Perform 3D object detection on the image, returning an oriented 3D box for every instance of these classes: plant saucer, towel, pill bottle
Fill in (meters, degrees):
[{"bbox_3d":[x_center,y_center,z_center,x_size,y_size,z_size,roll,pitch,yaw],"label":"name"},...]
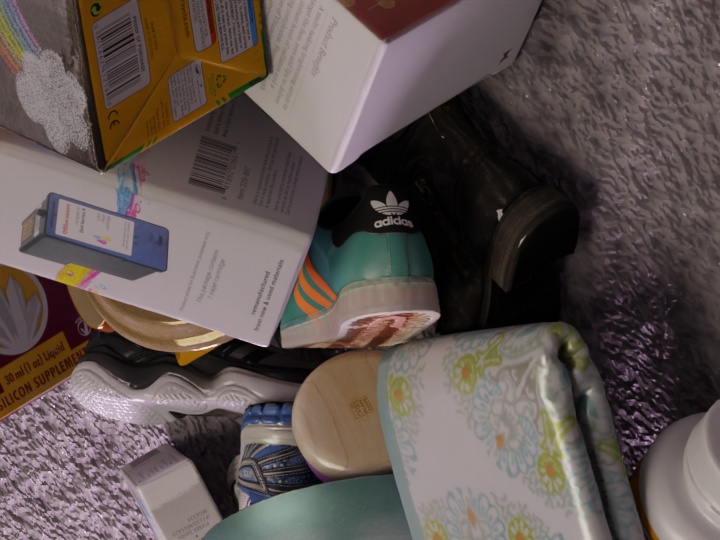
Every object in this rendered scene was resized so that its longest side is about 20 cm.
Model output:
[{"bbox_3d":[0.003,0.174,1.733,0.200,0.200,0.036,-44,47,53],"label":"plant saucer"},{"bbox_3d":[0.088,0.129,1.585,0.171,0.048,0.200,-11,96,56],"label":"towel"},{"bbox_3d":[0.187,0.152,1.588,0.109,0.109,0.200,45,141,16],"label":"pill bottle"}]

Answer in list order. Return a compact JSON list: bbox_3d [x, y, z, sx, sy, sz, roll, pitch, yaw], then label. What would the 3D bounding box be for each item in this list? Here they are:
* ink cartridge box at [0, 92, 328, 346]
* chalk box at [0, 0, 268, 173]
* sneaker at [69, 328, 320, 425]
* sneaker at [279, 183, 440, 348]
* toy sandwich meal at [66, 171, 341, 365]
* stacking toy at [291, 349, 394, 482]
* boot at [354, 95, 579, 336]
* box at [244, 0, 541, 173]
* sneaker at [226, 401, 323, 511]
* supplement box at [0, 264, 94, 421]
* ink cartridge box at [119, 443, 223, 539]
[{"bbox_3d":[-0.122,-0.059,1.594,0.200,0.145,0.088,18,128,-6],"label":"ink cartridge box"},{"bbox_3d":[-0.163,-0.155,1.501,0.200,0.124,0.124,26,135,38],"label":"chalk box"},{"bbox_3d":[-0.081,0.041,1.837,0.200,0.114,0.075,4,159,10],"label":"sneaker"},{"bbox_3d":[0.000,0.000,1.640,0.200,0.071,0.080,151,117,-71],"label":"sneaker"},{"bbox_3d":[-0.094,-0.031,1.770,0.205,0.070,0.205,-10,69,28],"label":"toy sandwich meal"},{"bbox_3d":[0.013,0.126,1.763,0.085,0.085,0.200,39,163,24],"label":"stacking toy"},{"bbox_3d":[0.042,-0.036,1.667,0.174,0.069,0.200,47,142,25],"label":"boot"},{"bbox_3d":[-0.019,-0.178,1.548,0.200,0.152,0.106,43,141,18],"label":"box"},{"bbox_3d":[-0.052,0.153,1.831,0.077,0.085,0.200,3,156,3],"label":"sneaker"},{"bbox_3d":[-0.283,0.004,1.999,0.103,0.131,0.200,-13,106,50],"label":"supplement box"},{"bbox_3d":[-0.096,0.203,1.925,0.176,0.045,0.200,61,173,-3],"label":"ink cartridge box"}]
